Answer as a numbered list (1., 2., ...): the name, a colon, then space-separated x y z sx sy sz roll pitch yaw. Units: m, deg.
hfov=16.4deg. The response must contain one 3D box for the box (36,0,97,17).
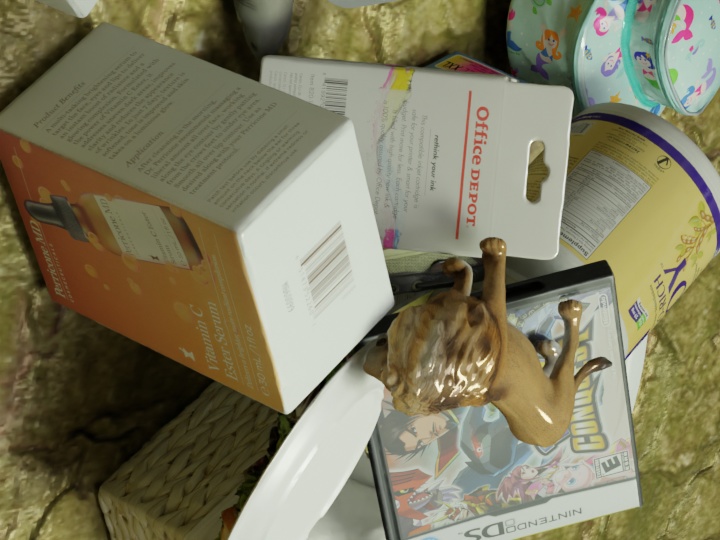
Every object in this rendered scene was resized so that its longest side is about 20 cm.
1. box: -0.162 -0.268 1.346 0.200 0.106 0.152 -56 145 -15

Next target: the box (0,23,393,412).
1. box: -0.099 -0.033 1.480 0.106 0.200 0.152 -46 141 -29

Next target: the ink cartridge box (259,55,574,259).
1. ink cartridge box: 0.034 -0.072 1.593 0.067 0.199 0.117 -24 121 -81

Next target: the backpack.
1. backpack: 0.203 -0.195 1.867 0.200 0.150 0.178 -48 144 -18

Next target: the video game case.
1. video game case: 0.093 0.101 1.681 0.180 0.026 0.200 -14 124 -4

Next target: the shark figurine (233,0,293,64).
1. shark figurine: -0.079 -0.200 1.524 0.214 0.089 0.128 13 98 -58

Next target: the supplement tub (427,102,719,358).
1. supplement tub: 0.155 -0.007 1.774 0.200 0.145 0.146 -47 142 -27

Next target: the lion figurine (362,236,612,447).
1. lion figurine: 0.090 0.062 1.551 0.200 0.072 0.123 32 51 -34

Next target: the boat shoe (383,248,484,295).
1. boat shoe: 0.001 -0.001 1.671 0.072 0.200 0.066 -93 168 -65

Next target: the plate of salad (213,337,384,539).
1. plate of salad: -0.044 0.122 1.558 0.200 0.048 0.200 -53 166 -20

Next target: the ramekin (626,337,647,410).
1. ramekin: 0.158 0.081 1.954 0.200 0.097 0.201 13 90 -74

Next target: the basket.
1. basket: -0.070 0.156 1.717 0.200 0.123 0.136 -43 140 -32

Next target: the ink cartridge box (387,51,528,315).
1. ink cartridge box: 0.029 -0.056 1.766 0.200 0.076 0.137 -31 134 -44

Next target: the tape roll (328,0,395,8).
1. tape roll: 0.007 -0.265 1.540 0.200 0.066 0.201 -6 90 -67
